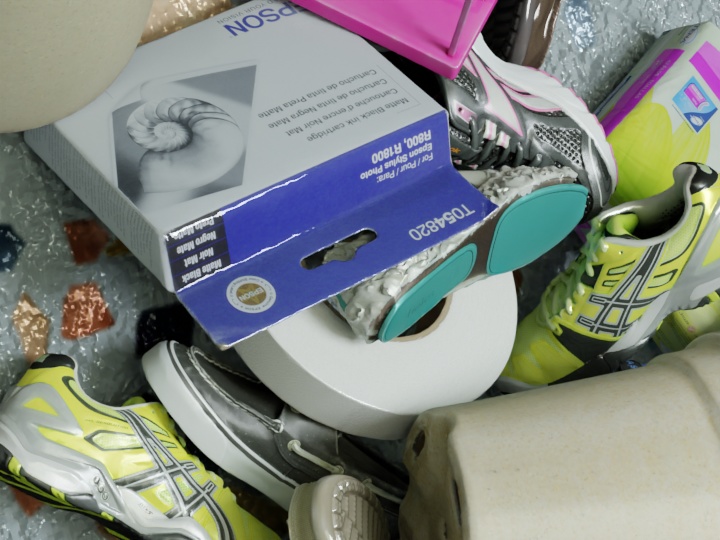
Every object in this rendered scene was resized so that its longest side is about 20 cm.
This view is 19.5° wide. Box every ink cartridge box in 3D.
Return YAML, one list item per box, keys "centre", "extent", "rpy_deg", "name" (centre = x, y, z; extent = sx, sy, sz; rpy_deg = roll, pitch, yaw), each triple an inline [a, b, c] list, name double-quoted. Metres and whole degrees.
- centre: [-0.055, -0.067, 1.163]
  extent: [0.199, 0.200, 0.041]
  rpy_deg: [-26, 143, -29]
  name: "ink cartridge box"

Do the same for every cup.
- centre: [-0.182, -0.190, 1.086]
  extent: [0.198, 0.143, 0.202]
  rpy_deg: [8, 71, -23]
  name: "cup"

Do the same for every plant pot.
- centre: [0.124, 0.139, 1.166]
  extent: [0.182, 0.200, 0.203]
  rpy_deg: [-2, 88, -15]
  name: "plant pot"

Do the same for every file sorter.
- centre: [0.043, -0.246, 1.212]
  extent: [0.138, 0.126, 0.201]
  rpy_deg: [26, 61, 5]
  name: "file sorter"

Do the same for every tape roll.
- centre: [0.000, 0.000, 1.222]
  extent: [0.201, 0.037, 0.204]
  rpy_deg: [17, 53, -25]
  name: "tape roll"

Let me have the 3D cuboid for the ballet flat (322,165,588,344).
- centre: [0.053, -0.025, 1.207]
  extent: [0.199, 0.071, 0.072]
  rpy_deg: [-28, 101, -42]
  name: "ballet flat"

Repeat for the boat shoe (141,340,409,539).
- centre: [-0.040, 0.093, 1.211]
  extent: [0.064, 0.071, 0.200]
  rpy_deg: [-42, 120, 13]
  name: "boat shoe"

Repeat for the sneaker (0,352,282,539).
- centre: [-0.114, 0.116, 1.172]
  extent: [0.199, 0.075, 0.077]
  rpy_deg: [32, 72, -26]
  name: "sneaker"

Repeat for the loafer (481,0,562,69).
- centre: [0.124, -0.210, 1.333]
  extent: [0.071, 0.073, 0.202]
  rpy_deg: [21, 77, -28]
  name: "loafer"

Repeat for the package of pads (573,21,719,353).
- centre: [0.225, -0.037, 1.385]
  extent: [0.155, 0.068, 0.200]
  rpy_deg: [-47, 109, -24]
  name: "package of pads"

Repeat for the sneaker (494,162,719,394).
- centre: [0.153, 0.003, 1.284]
  extent: [0.199, 0.076, 0.076]
  rpy_deg: [-38, 119, 16]
  name: "sneaker"

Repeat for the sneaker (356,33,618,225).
- centre: [0.065, -0.091, 1.275]
  extent: [0.200, 0.080, 0.087]
  rpy_deg: [40, 43, -8]
  name: "sneaker"

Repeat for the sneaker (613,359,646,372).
- centre: [0.203, 0.076, 1.314]
  extent: [0.111, 0.200, 0.077]
  rpy_deg: [22, 33, -23]
  name: "sneaker"

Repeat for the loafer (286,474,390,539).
- centre: [-0.013, 0.184, 1.183]
  extent: [0.201, 0.068, 0.076]
  rpy_deg: [70, 19, -50]
  name: "loafer"
